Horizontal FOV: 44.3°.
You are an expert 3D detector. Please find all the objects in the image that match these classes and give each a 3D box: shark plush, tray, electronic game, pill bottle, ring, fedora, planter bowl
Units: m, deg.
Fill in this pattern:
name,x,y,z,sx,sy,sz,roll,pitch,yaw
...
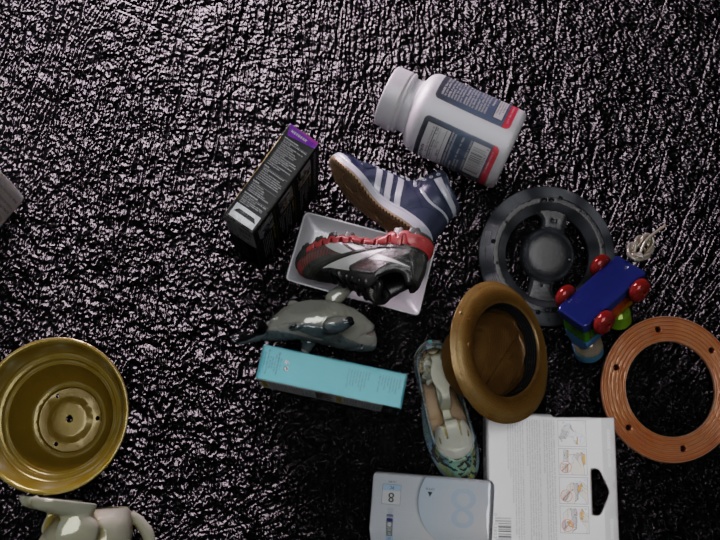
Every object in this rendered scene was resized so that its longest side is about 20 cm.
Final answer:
name,x,y,z,sx,sy,sz,roll,pitch,yaw
shark plush,-0.078,0.092,1.224,0.198,0.084,0.091,-14,35,-8
tray,0.001,-0.009,1.277,0.198,0.022,0.108,15,77,2
electronic game,0.267,-0.021,1.273,0.198,0.042,0.202,0,84,-3
pill bottle,0.127,-0.213,1.280,0.199,0.120,0.120,26,77,5
ring,0.429,0.165,1.234,0.198,0.019,0.203,1,81,-6
fedora,0.170,0.114,1.196,0.199,0.081,0.203,16,65,-38
planter bowl,-0.401,0.196,1.187,0.198,0.084,0.203,0,76,-2

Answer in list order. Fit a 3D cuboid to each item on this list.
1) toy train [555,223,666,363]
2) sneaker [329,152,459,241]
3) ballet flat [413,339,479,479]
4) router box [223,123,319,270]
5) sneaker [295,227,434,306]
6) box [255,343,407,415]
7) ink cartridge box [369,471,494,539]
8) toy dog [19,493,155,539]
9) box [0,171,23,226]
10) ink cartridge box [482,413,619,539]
name,x,y,z,sx,sy,sz,roll,pitch,yaw
toy train,0.363,0.035,1.231,0.199,0.116,0.085,-38,49,-16
sneaker,0.054,-0.121,1.283,0.108,0.070,0.200,-41,70,-21
ballet flat,0.115,0.192,1.206,0.073,0.074,0.202,-16,77,-5
router box,-0.116,-0.093,1.204,0.051,0.200,0.150,34,77,5
sneaker,0.000,0.000,1.201,0.198,0.071,0.099,-4,58,18
box,-0.039,0.149,1.206,0.198,0.082,0.050,11,75,1
ink cartridge box,0.089,0.370,1.152,0.158,0.047,0.202,1,74,15
toy dog,-0.372,0.397,1.127,0.193,0.139,0.202,19,71,-34
box,-0.603,-0.136,1.206,0.198,0.200,0.131,35,76,7
ink cartridge box,0.254,0.297,1.193,0.174,0.045,0.202,2,76,1
